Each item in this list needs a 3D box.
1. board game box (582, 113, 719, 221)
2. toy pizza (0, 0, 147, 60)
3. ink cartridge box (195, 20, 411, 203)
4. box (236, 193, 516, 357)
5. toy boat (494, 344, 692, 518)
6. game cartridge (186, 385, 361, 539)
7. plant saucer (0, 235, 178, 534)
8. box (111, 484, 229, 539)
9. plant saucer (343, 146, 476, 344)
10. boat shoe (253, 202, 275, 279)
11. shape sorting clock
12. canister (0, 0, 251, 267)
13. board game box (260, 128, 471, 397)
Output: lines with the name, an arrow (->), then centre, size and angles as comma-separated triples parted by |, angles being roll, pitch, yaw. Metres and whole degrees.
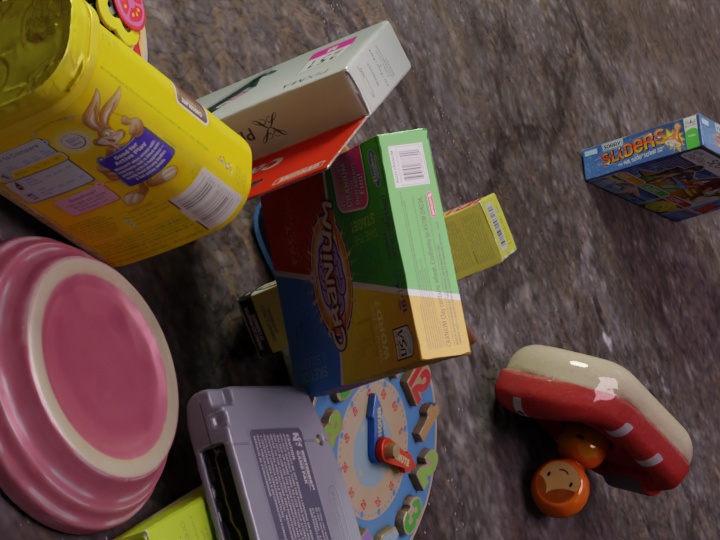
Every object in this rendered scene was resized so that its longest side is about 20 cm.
board game box -> 0.331, -0.101, 2.440 | 0.200, 0.135, 0.035 | 19, 60, -54
toy pizza -> -0.210, -0.197, 1.719 | 0.200, 0.032, 0.201 | 36, 44, -44
ink cartridge box -> -0.080, -0.095, 1.701 | 0.044, 0.199, 0.174 | 61, 31, -15
box -> 0.013, 0.003, 1.784 | 0.075, 0.199, 0.050 | -30, 99, -75
toy boat -> 0.190, 0.154, 2.100 | 0.200, 0.130, 0.131 | 43, 68, -38
game cartridge -> -0.049, 0.178, 1.658 | 0.133, 0.041, 0.201 | 2, 68, -55
plant saucer -> -0.185, 0.070, 1.582 | 0.200, 0.051, 0.202 | 35, 44, -43
box -> -0.091, 0.208, 1.651 | 0.200, 0.047, 0.123 | -26, 95, -61
plant saucer -> 0.025, -0.019, 1.916 | 0.201, 0.032, 0.200 | 57, 0, 0
boat shoe -> -0.014, 0.027, 1.866 | 0.201, 0.068, 0.084 | 59, 32, -18
shape sorting clock -> 0.010, 0.135, 1.816 | 0.200, 0.039, 0.202 | 1, 89, -62
canister -> -0.183, -0.089, 1.586 | 0.200, 0.148, 0.087 | 38, 42, -45
board game box -> 0.000, 0.000, 1.658 | 0.040, 0.200, 0.154 | -8, 83, -27
